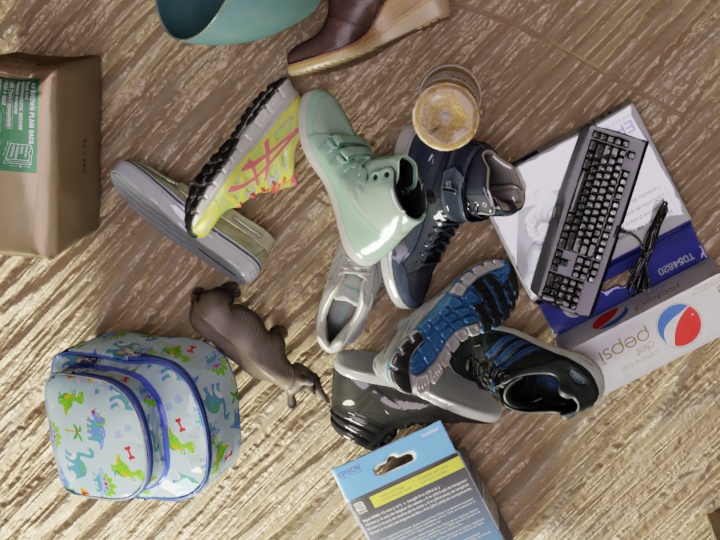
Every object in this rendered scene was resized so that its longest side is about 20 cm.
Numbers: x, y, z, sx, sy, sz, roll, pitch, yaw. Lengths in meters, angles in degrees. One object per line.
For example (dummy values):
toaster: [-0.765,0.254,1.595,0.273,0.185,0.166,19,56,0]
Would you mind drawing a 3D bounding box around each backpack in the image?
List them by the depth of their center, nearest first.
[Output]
backpack: [-0.240,0.168,1.654,0.198,0.147,0.185,0,104,25]

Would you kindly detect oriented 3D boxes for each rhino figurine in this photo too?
rhino figurine: [-0.112,0.088,1.682,0.200,0.088,0.060,41,103,-5]

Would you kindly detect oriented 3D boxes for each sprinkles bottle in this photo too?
sprinkles bottle: [0.090,-0.171,1.549,0.067,0.200,0.069,1,103,5]

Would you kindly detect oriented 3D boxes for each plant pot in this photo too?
plant pot: [-0.109,-0.321,1.554,0.134,0.200,0.202,10,107,-34]

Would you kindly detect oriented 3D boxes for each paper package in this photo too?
paper package: [-0.345,-0.126,1.600,0.102,0.191,0.203,4,102,3]

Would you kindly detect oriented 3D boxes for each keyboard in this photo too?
keyboard: [0.267,-0.045,1.614,0.126,0.021,0.202,16,105,0]

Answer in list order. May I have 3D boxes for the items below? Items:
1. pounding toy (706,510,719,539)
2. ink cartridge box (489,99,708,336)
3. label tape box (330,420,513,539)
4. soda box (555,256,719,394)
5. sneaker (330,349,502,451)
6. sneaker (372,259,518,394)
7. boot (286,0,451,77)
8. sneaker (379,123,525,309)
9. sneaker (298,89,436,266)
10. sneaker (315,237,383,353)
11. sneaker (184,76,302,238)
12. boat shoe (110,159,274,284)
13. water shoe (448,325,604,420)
pounding toy: [0.471,0.332,1.639,0.141,0.184,0.202,-16,101,8]
ink cartridge box: [0.253,-0.051,1.644,0.198,0.041,0.201,-28,99,10]
label tape box: [0.073,0.270,1.710,0.142,0.066,0.201,-26,104,10]
soda box: [0.316,0.066,1.651,0.199,0.064,0.069,-28,103,12]
sneaker: [0.056,0.160,1.700,0.198,0.071,0.100,15,116,-4]
sneaker: [0.088,0.053,1.654,0.199,0.086,0.075,-38,109,-21]
boot: [-0.012,-0.312,1.606,0.198,0.072,0.168,-23,88,11]
sneaker: [0.099,-0.044,1.611,0.145,0.077,0.205,15,109,33]
sneaker: [0.010,-0.120,1.586,0.118,0.073,0.202,-34,73,43]
sneaker: [0.000,0.000,1.658,0.070,0.080,0.202,18,101,2]
sneaker: [-0.112,-0.107,1.625,0.090,0.078,0.201,40,81,-19]
boat shoe: [-0.186,-0.063,1.673,0.199,0.072,0.062,37,67,-2]
water shoe: [0.165,0.110,1.629,0.198,0.079,0.072,8,116,38]
